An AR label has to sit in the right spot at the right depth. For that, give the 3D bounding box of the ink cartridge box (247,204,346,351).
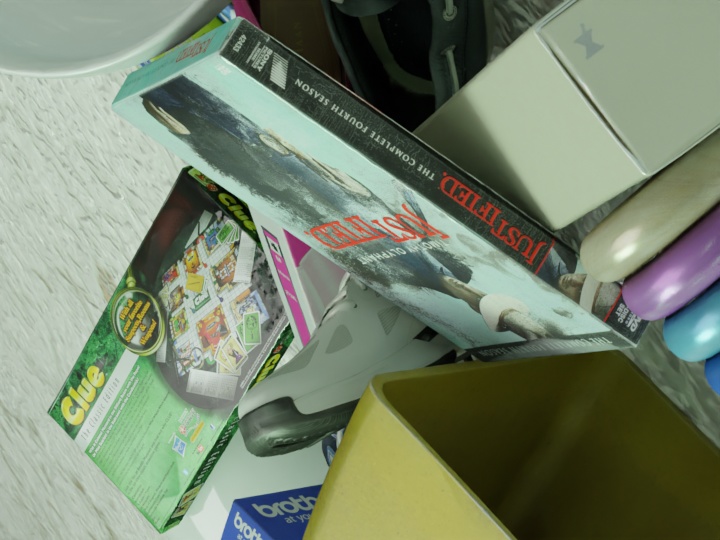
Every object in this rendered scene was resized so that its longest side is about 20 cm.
[{"bbox_3d":[-0.002,-0.026,1.234,0.037,0.095,0.200,38,156,43],"label":"ink cartridge box"}]

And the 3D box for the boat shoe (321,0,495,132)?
[{"bbox_3d":[0.014,-0.124,1.024,0.073,0.062,0.200,12,149,19],"label":"boat shoe"}]

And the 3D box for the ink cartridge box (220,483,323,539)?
[{"bbox_3d":[0.031,0.149,1.322,0.094,0.200,0.044,41,123,38],"label":"ink cartridge box"}]

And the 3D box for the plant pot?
[{"bbox_3d":[0.077,0.169,1.101,0.200,0.200,0.177,46,118,25],"label":"plant pot"}]

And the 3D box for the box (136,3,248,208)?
[{"bbox_3d":[-0.058,-0.077,1.308,0.122,0.048,0.200,43,172,35],"label":"box"}]

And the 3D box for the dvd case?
[{"bbox_3d":[0.005,-0.026,1.002,0.200,0.022,0.146,33,165,-17],"label":"dvd case"}]

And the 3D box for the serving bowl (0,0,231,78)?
[{"bbox_3d":[-0.107,-0.174,1.038,0.200,0.200,0.066,48,-166,21],"label":"serving bowl"}]

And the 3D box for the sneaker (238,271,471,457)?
[{"bbox_3d":[0.000,0.000,1.125,0.076,0.200,0.116,-31,89,49],"label":"sneaker"}]

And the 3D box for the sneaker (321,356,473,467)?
[{"bbox_3d":[0.025,0.097,1.283,0.200,0.085,0.077,-76,-35,-78],"label":"sneaker"}]

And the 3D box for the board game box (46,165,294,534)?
[{"bbox_3d":[-0.101,0.046,1.422,0.105,0.023,0.200,44,126,16],"label":"board game box"}]

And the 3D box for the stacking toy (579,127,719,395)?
[{"bbox_3d":[0.173,0.042,0.931,0.200,0.085,0.085,50,163,2],"label":"stacking toy"}]

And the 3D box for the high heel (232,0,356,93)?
[{"bbox_3d":[-0.030,-0.148,1.074,0.096,0.067,0.201,-133,29,-59],"label":"high heel"}]

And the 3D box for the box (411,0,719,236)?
[{"bbox_3d":[0.084,-0.062,0.960,0.068,0.082,0.200,53,165,-1],"label":"box"}]

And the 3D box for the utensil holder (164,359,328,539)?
[{"bbox_3d":[-0.020,0.163,1.520,0.200,0.170,0.170,55,163,4],"label":"utensil holder"}]
